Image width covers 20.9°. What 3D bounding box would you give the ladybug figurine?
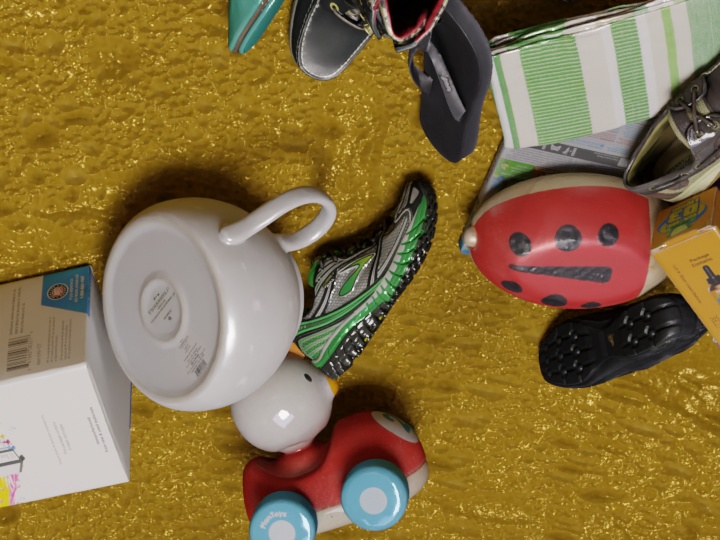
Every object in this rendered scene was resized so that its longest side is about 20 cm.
[{"bbox_3d":[0.190,-0.018,1.724,0.199,0.072,0.136,1,127,-6],"label":"ladybug figurine"}]

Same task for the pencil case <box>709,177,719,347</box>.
[{"bbox_3d":[0.357,-0.006,1.766,0.092,0.085,0.200,-18,127,-7],"label":"pencil case"}]

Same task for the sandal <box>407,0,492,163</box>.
[{"bbox_3d":[0.069,-0.153,1.599,0.043,0.076,0.200,-33,148,-20],"label":"sandal"}]

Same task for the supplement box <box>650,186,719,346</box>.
[{"bbox_3d":[0.333,0.025,1.699,0.066,0.069,0.200,-24,120,31],"label":"supplement box"}]

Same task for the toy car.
[{"bbox_3d":[-0.047,0.138,1.809,0.177,0.184,0.200,-20,98,9],"label":"toy car"}]

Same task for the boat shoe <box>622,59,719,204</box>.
[{"bbox_3d":[0.287,-0.120,1.631,0.065,0.073,0.200,-7,146,-30],"label":"boat shoe"}]

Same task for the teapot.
[{"bbox_3d":[-0.117,0.022,1.700,0.146,0.200,0.198,-10,101,-44],"label":"teapot"}]

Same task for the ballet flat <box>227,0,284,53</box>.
[{"bbox_3d":[-0.064,-0.265,1.548,0.070,0.067,0.200,39,117,-2],"label":"ballet flat"}]

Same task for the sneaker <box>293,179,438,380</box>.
[{"bbox_3d":[0.000,0.000,1.738,0.085,0.078,0.200,36,106,4],"label":"sneaker"}]

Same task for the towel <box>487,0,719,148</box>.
[{"bbox_3d":[0.206,-0.168,1.622,0.200,0.023,0.153,-16,146,3],"label":"towel"}]

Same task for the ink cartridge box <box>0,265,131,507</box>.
[{"bbox_3d":[-0.319,0.112,1.743,0.199,0.147,0.145,-12,127,3],"label":"ink cartridge box"}]

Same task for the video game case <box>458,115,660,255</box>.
[{"bbox_3d":[0.186,-0.084,1.732,0.143,0.018,0.200,11,125,-15],"label":"video game case"}]

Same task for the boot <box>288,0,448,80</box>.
[{"bbox_3d":[0.005,-0.208,1.532,0.073,0.154,0.204,21,121,-20],"label":"boot"}]

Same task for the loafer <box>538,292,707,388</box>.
[{"bbox_3d":[0.241,0.067,1.784,0.070,0.068,0.200,1,164,-35],"label":"loafer"}]
